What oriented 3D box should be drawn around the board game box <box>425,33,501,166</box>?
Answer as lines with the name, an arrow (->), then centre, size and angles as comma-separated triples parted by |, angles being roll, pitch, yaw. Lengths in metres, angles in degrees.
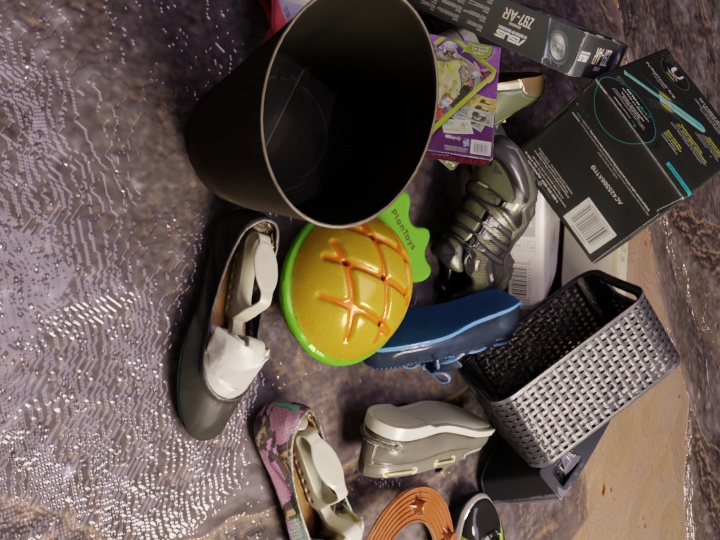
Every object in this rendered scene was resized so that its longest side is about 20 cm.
board game box -> 0.035, -0.175, 0.819 | 0.197, 0.032, 0.122 | 9, 82, -8

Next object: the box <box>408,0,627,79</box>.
box -> 0.169, -0.262, 0.896 | 0.160, 0.199, 0.044 | -17, 134, -58

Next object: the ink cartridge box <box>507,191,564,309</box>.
ink cartridge box -> 0.220, -0.072, 1.026 | 0.200, 0.049, 0.163 | -57, 146, -53

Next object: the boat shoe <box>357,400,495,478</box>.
boat shoe -> 0.068, 0.175, 0.867 | 0.201, 0.072, 0.061 | 10, 101, -50

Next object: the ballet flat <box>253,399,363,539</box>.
ballet flat -> -0.035, 0.209, 0.761 | 0.069, 0.071, 0.202 | -32, 109, -41

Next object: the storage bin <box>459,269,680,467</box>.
storage bin -> 0.224, 0.102, 0.920 | 0.199, 0.135, 0.094 | -35, 106, -3

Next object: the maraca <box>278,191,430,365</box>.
maraca -> 0.000, 0.000, 0.788 | 0.200, 0.106, 0.138 | -46, 116, -36

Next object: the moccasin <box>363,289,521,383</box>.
moccasin -> 0.091, 0.077, 0.874 | 0.198, 0.080, 0.069 | -11, 118, -26

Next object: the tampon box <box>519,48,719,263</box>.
tampon box -> 0.294, -0.129, 0.913 | 0.199, 0.126, 0.151 | -28, 80, -45

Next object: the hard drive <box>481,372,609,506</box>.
hard drive -> 0.223, 0.181, 0.973 | 0.042, 0.135, 0.200 | 49, 55, -9

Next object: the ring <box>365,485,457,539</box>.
ring -> 0.048, 0.316, 0.835 | 0.200, 0.019, 0.203 | -13, 105, -55

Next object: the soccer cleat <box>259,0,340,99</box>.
soccer cleat -> -0.044, -0.196, 0.763 | 0.076, 0.067, 0.202 | -22, 80, -15

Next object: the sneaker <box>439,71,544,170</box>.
sneaker -> 0.099, -0.153, 0.888 | 0.198, 0.067, 0.091 | -11, 111, -12

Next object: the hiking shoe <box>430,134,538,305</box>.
hiking shoe -> 0.125, -0.042, 0.894 | 0.100, 0.075, 0.202 | -24, 131, -37

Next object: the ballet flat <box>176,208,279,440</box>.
ballet flat -> -0.107, 0.042, 0.708 | 0.068, 0.068, 0.203 | 18, 75, -42

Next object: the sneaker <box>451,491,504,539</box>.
sneaker -> 0.158, 0.341, 0.926 | 0.071, 0.082, 0.203 | -17, 98, -43

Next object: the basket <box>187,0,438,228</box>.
basket -> -0.054, -0.114, 0.670 | 0.135, 0.199, 0.182 | 29, 74, -27

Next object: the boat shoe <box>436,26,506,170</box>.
boat shoe -> 0.115, -0.168, 0.950 | 0.069, 0.071, 0.202 | -22, 109, -13

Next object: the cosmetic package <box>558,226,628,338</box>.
cosmetic package -> 0.297, -0.015, 1.066 | 0.103, 0.072, 0.203 | 2, 92, -67
